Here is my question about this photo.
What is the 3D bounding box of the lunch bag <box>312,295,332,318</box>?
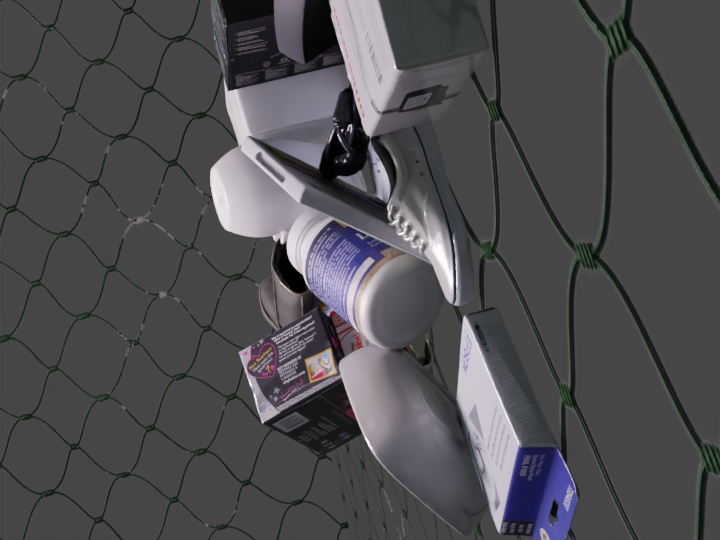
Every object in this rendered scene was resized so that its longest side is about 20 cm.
[{"bbox_3d":[-0.018,0.021,1.506,0.201,0.125,0.171,72,-179,-58],"label":"lunch bag"}]

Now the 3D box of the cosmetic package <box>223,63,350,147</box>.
[{"bbox_3d":[-0.098,-0.233,1.457,0.200,0.164,0.170,101,153,-68],"label":"cosmetic package"}]

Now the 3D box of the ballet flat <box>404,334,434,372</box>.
[{"bbox_3d":[0.048,0.046,1.339,0.069,0.069,0.203,130,118,-79],"label":"ballet flat"}]

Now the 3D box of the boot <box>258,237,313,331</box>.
[{"bbox_3d":[-0.108,0.025,1.469,0.183,0.072,0.201,55,166,35],"label":"boot"}]

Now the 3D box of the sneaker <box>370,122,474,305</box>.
[{"bbox_3d":[0.061,-0.056,1.050,0.073,0.070,0.203,106,148,-73],"label":"sneaker"}]

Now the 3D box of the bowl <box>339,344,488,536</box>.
[{"bbox_3d":[0.072,0.179,1.166,0.200,0.074,0.201,44,-167,-31],"label":"bowl"}]

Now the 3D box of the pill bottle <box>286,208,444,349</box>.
[{"bbox_3d":[0.000,0.000,1.218,0.199,0.115,0.117,36,143,47],"label":"pill bottle"}]

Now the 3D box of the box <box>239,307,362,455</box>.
[{"bbox_3d":[-0.057,0.155,1.401,0.200,0.131,0.116,45,-161,-59],"label":"box"}]

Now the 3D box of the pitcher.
[{"bbox_3d":[-0.082,-0.091,1.329,0.121,0.197,0.174,132,122,-68],"label":"pitcher"}]

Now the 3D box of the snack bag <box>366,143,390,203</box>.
[{"bbox_3d":[0.026,-0.168,1.252,0.189,0.021,0.203,-137,34,-75],"label":"snack bag"}]

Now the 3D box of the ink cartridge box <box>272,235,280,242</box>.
[{"bbox_3d":[-0.086,-0.113,1.647,0.200,0.123,0.131,82,173,-85],"label":"ink cartridge box"}]

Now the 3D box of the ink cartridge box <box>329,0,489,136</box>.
[{"bbox_3d":[0.036,-0.219,0.907,0.200,0.082,0.147,131,124,-80],"label":"ink cartridge box"}]

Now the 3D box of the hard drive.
[{"bbox_3d":[-0.024,-0.290,1.035,0.043,0.134,0.200,52,165,12],"label":"hard drive"}]

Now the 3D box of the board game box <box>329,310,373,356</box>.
[{"bbox_3d":[0.037,0.147,1.387,0.200,0.046,0.153,50,-164,-54],"label":"board game box"}]

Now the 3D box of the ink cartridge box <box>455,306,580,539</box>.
[{"bbox_3d":[0.144,0.173,0.998,0.201,0.040,0.202,87,165,-53],"label":"ink cartridge box"}]

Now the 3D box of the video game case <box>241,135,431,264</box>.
[{"bbox_3d":[-0.019,-0.076,1.127,0.022,0.198,0.182,-61,34,10],"label":"video game case"}]

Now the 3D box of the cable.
[{"bbox_3d":[-0.011,-0.181,1.101,0.200,0.050,0.166,119,158,-85],"label":"cable"}]

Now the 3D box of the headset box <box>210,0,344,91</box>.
[{"bbox_3d":[-0.096,-0.320,1.270,0.200,0.172,0.094,111,142,-76],"label":"headset box"}]
